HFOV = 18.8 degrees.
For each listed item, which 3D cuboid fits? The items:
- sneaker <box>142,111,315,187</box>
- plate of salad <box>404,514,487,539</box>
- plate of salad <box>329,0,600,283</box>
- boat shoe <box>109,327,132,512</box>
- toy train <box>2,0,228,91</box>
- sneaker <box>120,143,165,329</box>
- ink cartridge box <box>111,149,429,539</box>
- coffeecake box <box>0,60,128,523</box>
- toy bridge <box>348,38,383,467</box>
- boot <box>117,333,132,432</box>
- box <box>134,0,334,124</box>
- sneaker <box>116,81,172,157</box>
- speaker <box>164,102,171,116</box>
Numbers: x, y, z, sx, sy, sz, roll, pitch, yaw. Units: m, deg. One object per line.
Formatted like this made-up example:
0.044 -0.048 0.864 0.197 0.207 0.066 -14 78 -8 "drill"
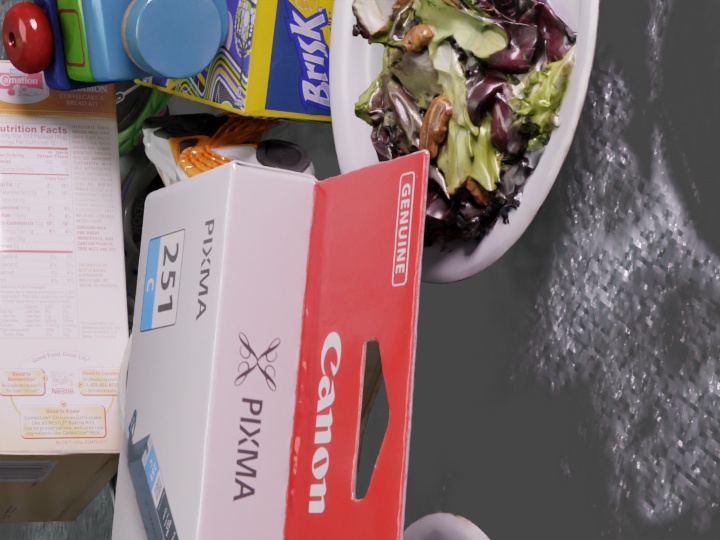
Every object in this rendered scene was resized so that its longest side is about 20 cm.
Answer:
-0.064 -0.023 1.043 0.200 0.075 0.093 -114 21 -74 "sneaker"
0.020 0.193 0.814 0.200 0.048 0.202 -176 90 -70 "plate of salad"
0.027 -0.096 0.839 0.200 0.048 0.202 -13 75 59 "plate of salad"
-0.094 0.123 1.115 0.065 0.074 0.203 -49 49 51 "boat shoe"
-0.115 -0.183 0.997 0.115 0.084 0.202 12 112 57 "toy train"
-0.126 0.020 1.218 0.087 0.074 0.202 6 93 63 "sneaker"
-0.041 0.058 0.843 0.176 0.044 0.202 -13 70 61 "ink cartridge box"
-0.170 0.015 1.117 0.154 0.072 0.202 134 134 -64 "coffeecake box"
0.000 0.000 0.947 0.067 0.027 0.202 -147 62 -66 "toy bridge"
-0.067 0.127 1.023 0.145 0.072 0.201 90 166 -45 "boot"
-0.054 -0.114 1.059 0.200 0.064 0.071 -156 71 -68 "box"
-0.130 -0.164 1.206 0.077 0.083 0.201 -11 60 56 "sneaker"
-0.182 -0.061 1.364 0.200 0.081 0.082 139 131 -62 "speaker"
